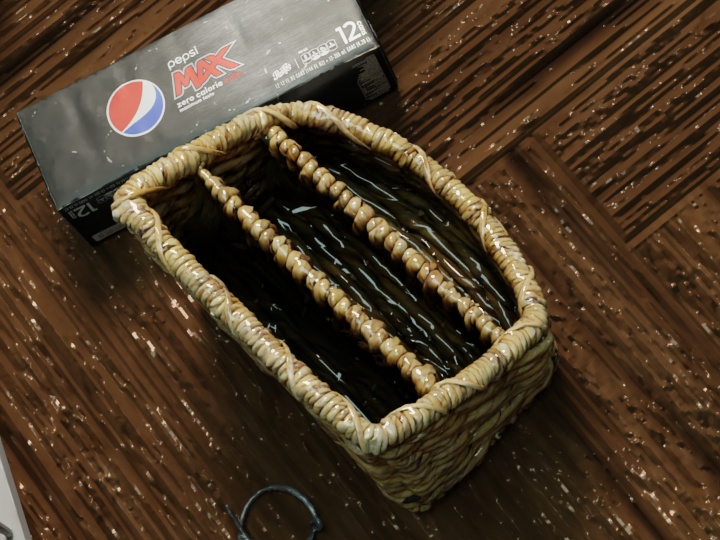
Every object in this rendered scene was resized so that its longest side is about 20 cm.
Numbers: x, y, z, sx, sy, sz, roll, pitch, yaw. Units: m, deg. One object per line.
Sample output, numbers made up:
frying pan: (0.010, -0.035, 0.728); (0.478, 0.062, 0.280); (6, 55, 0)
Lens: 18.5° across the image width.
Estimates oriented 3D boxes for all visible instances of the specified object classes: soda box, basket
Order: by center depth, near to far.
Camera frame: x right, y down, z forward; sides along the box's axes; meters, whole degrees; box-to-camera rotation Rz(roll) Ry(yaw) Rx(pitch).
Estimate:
basket: (0.000, 0.000, 1.122); (0.143, 0.149, 0.200); (-45, 68, -4)
soda box: (-0.084, -0.095, 1.225); (0.199, 0.063, 0.071); (-27, 68, 2)

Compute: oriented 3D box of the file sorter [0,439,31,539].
file sorter: (-0.255, 0.151, 1.150); (0.138, 0.125, 0.201); (-23, 68, 4)

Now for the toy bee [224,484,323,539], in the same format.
toy bee: (-0.060, 0.205, 1.099); (0.130, 0.109, 0.201); (-28, 69, 4)
